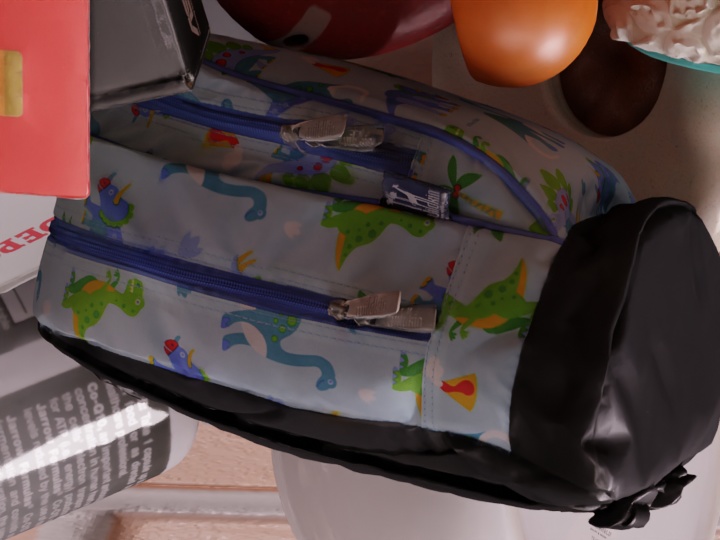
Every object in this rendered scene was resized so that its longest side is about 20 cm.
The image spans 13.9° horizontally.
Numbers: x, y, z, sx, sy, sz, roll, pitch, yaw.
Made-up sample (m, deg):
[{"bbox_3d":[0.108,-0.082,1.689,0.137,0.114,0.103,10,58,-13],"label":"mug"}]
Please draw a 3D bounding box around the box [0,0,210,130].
[{"bbox_3d":[-0.159,-0.126,0.805,0.192,0.048,0.201,-9,116,13],"label":"box"}]

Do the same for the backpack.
[{"bbox_3d":[0.000,0.000,0.895,0.199,0.155,0.163,-1,-177,20],"label":"backpack"}]

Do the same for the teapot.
[{"bbox_3d":[0.036,0.060,1.085,0.146,0.201,0.197,-2,-158,35],"label":"teapot"}]

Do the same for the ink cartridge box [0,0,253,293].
[{"bbox_3d":[-0.148,-0.079,0.968,0.145,0.084,0.200,-23,148,31],"label":"ink cartridge box"}]

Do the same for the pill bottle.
[{"bbox_3d":[-0.131,0.039,1.107,0.199,0.114,0.114,-21,159,-22],"label":"pill bottle"}]

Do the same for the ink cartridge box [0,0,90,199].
[{"bbox_3d":[-0.160,-0.104,0.766,0.175,0.045,0.201,5,118,5],"label":"ink cartridge box"}]

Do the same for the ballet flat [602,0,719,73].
[{"bbox_3d":[0.164,-0.093,0.857,0.199,0.072,0.072,8,159,26],"label":"ballet flat"}]

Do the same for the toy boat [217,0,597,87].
[{"bbox_3d":[0.039,-0.114,0.879,0.200,0.131,0.130,-27,145,36],"label":"toy boat"}]

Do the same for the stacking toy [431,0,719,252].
[{"bbox_3d":[0.133,-0.066,1.029,0.146,0.147,0.200,-26,164,35],"label":"stacking toy"}]
